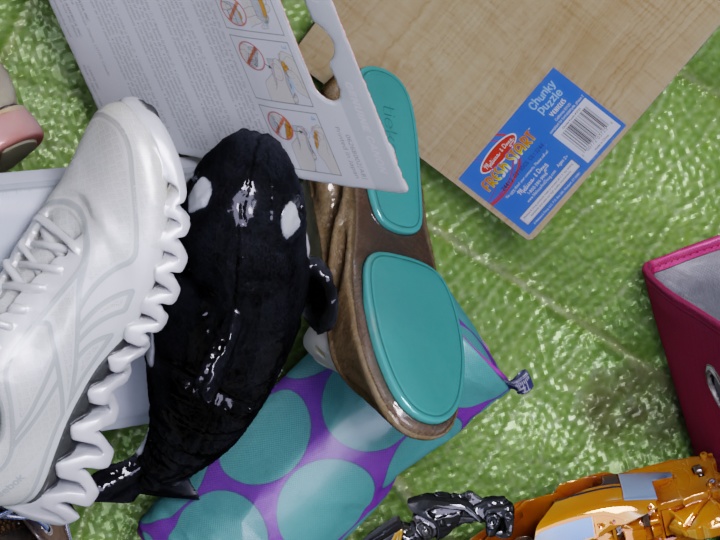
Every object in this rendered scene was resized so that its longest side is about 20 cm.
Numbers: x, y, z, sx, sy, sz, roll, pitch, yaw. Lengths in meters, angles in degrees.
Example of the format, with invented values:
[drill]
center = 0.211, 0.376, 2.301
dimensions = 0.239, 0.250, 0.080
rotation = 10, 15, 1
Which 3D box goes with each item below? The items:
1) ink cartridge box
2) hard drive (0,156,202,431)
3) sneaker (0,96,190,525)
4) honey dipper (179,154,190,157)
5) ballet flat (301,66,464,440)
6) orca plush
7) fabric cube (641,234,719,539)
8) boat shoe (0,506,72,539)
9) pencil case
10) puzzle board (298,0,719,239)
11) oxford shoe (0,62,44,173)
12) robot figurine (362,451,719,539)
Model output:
[ink cartridge box]
center = -0.064, -0.123, 1.246
dimensions = 0.050, 0.199, 0.163
rotation = -45, 128, -32
[hard drive]
center = -0.124, 0.014, 1.303
dimensions = 0.199, 0.027, 0.133
rotation = -7, 119, -40
[sneaker]
center = -0.134, 0.019, 1.228
dimensions = 0.081, 0.075, 0.201
rotation = 9, 108, -36
[honey dipper]
center = -0.153, -0.010, 1.349
dimensions = 0.199, 0.038, 0.038
rotation = -32, 105, -2
[ballet flat]
center = 0.000, 0.000, 1.315
dimensions = 0.068, 0.201, 0.072
rotation = 14, 144, -40
[orca plush]
center = -0.078, 0.036, 1.258
dimensions = 0.105, 0.071, 0.200
rotation = 31, 118, -7
[fabric cube]
center = 0.275, 0.075, 1.370
dimensions = 0.199, 0.196, 0.200
rotation = -19, 106, -8
[boat shoe]
center = -0.168, 0.121, 1.344
dimensions = 0.072, 0.072, 0.201
rotation = -21, 110, -6
[pencil case]
center = -0.016, 0.091, 1.371
dimensions = 0.200, 0.085, 0.092
rotation = -43, 148, 0
[puzzle board]
center = 0.079, -0.127, 1.324
dimensions = 0.150, 0.017, 0.200
rotation = 37, 123, -4
[oxford shoe]
center = -0.251, -0.045, 1.316
dimensions = 0.199, 0.071, 0.074
rotation = -27, 84, -8
[robot figurine]
center = 0.091, 0.162, 1.400
dimensions = 0.199, 0.058, 0.146
rotation = -17, 124, 0
